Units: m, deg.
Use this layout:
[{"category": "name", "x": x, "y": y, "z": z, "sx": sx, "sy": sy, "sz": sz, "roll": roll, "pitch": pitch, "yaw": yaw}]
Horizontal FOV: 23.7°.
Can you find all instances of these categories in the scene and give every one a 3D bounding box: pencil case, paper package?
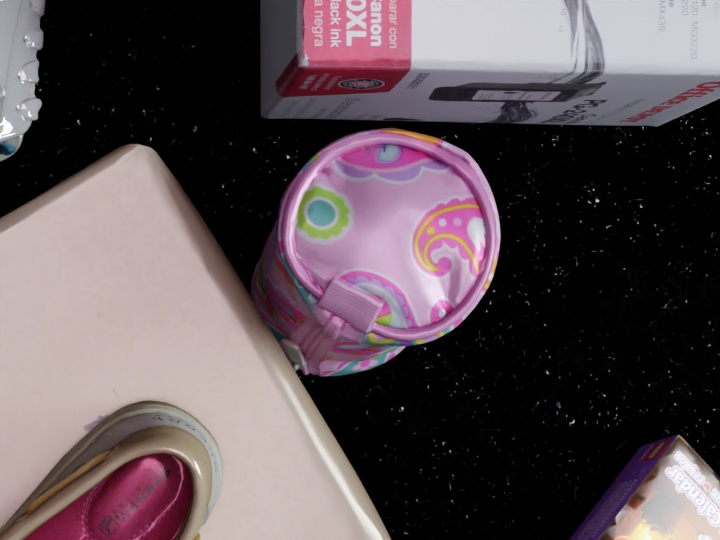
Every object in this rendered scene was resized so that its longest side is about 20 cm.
[{"category": "pencil case", "x": 0.000, "y": 0.000, "z": 0.704, "sx": 0.087, "sy": 0.200, "sz": 0.088, "roll": 1, "pitch": 82, "yaw": -8}, {"category": "paper package", "x": -0.115, "y": 0.079, "z": 0.690, "sx": 0.190, "sy": 0.103, "sz": 0.201, "roll": -31, "pitch": 94, "yaw": -9}]

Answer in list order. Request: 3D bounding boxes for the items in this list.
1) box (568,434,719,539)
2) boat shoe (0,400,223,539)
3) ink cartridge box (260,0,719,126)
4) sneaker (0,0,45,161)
[{"category": "box", "x": 0.166, "y": 0.194, "z": 0.782, "sx": 0.200, "sy": 0.039, "sz": 0.137, "roll": 46, "pitch": 64, "yaw": -4}, {"category": "boat shoe", "x": -0.122, "y": 0.130, "z": 0.601, "sx": 0.074, "sy": 0.069, "sz": 0.200, "roll": 37, "pitch": 84, "yaw": -6}, {"category": "ink cartridge box", "x": 0.062, "y": -0.113, "z": 0.745, "sx": 0.199, "sy": 0.145, "sz": 0.084, "roll": 1, "pitch": 86, "yaw": -9}, {"category": "sneaker", "x": -0.168, "y": -0.094, "z": 0.738, "sx": 0.081, "sy": 0.076, "sz": 0.200, "roll": 33, "pitch": 75, "yaw": -10}]
